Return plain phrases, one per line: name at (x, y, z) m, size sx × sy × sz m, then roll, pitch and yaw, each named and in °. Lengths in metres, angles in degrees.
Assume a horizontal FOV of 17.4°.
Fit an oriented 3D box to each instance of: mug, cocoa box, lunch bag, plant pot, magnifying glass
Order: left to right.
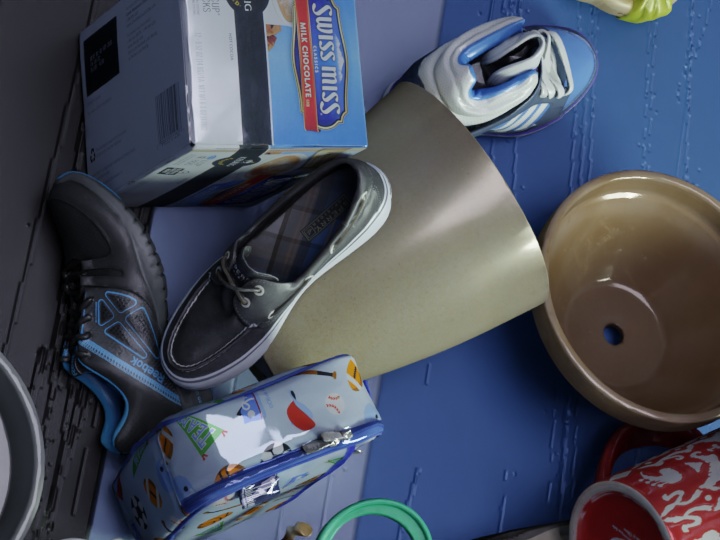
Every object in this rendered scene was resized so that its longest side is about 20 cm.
cocoa box at (-0.097, -0.125, 1.617) m, size 0.130 × 0.200 × 0.135 m, roll 0°, pitch 80°, yaw -27°
lunch bag at (-0.073, 0.124, 1.583) m, size 0.159 × 0.200 × 0.076 m, roll -18°, pitch 80°, yaw -27°
magnifying glass at (-0.033, 0.233, 1.567) m, size 0.200 × 0.022 × 0.080 m, roll -44°, pitch 93°, yaw -11°
plant pot at (0.000, 0.000, 1.668) m, size 0.199 × 0.187 × 0.188 m, roll -34°, pitch 96°, yaw -13°
plant pot at (0.209, 0.033, 1.787) m, size 0.199 × 0.093 × 0.202 m, roll 8°, pitch 66°, yaw -18°
mug at (0.244, 0.183, 1.740) m, size 0.199 × 0.177 × 0.135 m, roll -15°, pitch 97°, yaw -39°

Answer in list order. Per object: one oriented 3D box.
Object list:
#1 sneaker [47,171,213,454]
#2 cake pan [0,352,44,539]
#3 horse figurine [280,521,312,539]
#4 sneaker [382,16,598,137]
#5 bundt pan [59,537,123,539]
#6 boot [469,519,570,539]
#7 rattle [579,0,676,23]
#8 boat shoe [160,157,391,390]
sneaker at (-0.173, 0.030, 1.623) m, size 0.082 × 0.073 × 0.201 m, roll -26°, pitch 91°, yaw -26°
cake pan at (-0.308, 0.125, 1.553) m, size 0.199 × 0.037 × 0.202 m, roll 5°, pitch 76°, yaw -22°
horse figurine at (-0.022, 0.245, 1.641) m, size 0.199 × 0.133 × 0.050 m, roll 34°, pitch 54°, yaw -6°
sneaker at (0.123, -0.148, 1.759) m, size 0.199 × 0.146 × 0.081 m, roll -17°, pitch 88°, yaw -27°
bundt pan at (-0.189, 0.281, 1.565) m, size 0.200 × 0.076 × 0.204 m, roll 5°, pitch 77°, yaw -25°
boot at (0.097, 0.271, 1.712) m, size 0.199 × 0.073 × 0.152 m, roll -11°, pitch 85°, yaw -33°
rattle at (0.233, -0.306, 1.852) m, size 0.129 × 0.143 × 0.202 m, roll 16°, pitch 79°, yaw -3°
boat shoe at (-0.062, -0.001, 1.571) m, size 0.200 × 0.066 × 0.070 m, roll -40°, pitch 70°, yaw 4°
